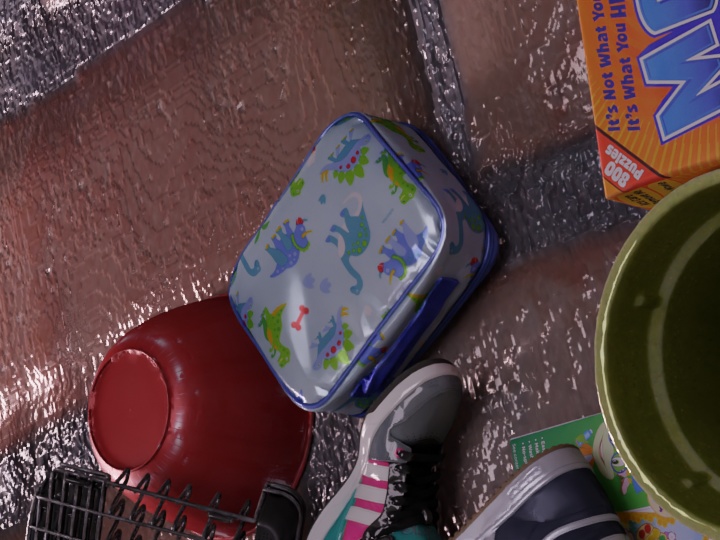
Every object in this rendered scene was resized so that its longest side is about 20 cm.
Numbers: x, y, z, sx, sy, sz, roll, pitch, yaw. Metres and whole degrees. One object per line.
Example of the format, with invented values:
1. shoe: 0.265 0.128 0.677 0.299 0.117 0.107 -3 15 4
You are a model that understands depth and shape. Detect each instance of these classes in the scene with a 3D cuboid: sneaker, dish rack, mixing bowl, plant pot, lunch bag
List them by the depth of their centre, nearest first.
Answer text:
1. plant pot: 0.263 0.044 1.000 0.200 0.184 0.201 1 91 41
2. sneaker: 0.098 0.217 1.154 0.200 0.070 0.109 -51 52 21
3. sneaker: 0.037 0.171 1.260 0.121 0.083 0.200 49 124 41
4. lunch bag: 0.000 0.000 1.322 0.200 0.082 0.161 -55 52 22
5. dish rack: -0.151 0.219 1.346 0.199 0.055 0.154 13 112 6
6. mixing bowl: -0.143 0.113 1.420 0.200 0.108 0.201 -7 79 41

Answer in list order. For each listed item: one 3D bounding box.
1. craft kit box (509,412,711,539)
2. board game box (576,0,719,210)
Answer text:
1. craft kit box: 0.198 0.182 1.144 0.197 0.048 0.201 -21 70 36
2. board game box: 0.261 -0.147 1.023 0.199 0.199 0.201 -18 71 39
